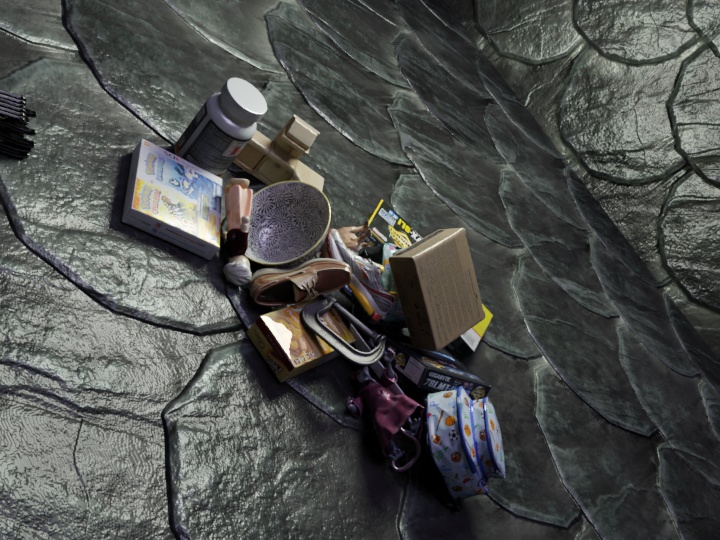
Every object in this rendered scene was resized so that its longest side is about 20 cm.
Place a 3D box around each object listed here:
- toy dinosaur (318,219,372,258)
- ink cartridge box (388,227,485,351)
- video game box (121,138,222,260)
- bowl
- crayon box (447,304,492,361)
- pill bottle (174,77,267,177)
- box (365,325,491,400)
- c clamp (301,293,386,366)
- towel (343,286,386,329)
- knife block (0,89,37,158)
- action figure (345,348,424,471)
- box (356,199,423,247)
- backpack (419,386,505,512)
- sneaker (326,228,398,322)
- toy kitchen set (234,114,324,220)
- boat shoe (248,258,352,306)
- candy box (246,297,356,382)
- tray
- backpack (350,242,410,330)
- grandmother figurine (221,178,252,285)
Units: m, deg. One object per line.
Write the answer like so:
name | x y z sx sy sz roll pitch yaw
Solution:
toy dinosaur | -0.041 -0.057 1.715 0.200 0.134 0.087 -99 -179 -71
ink cartridge box | 0.156 0.036 1.549 0.164 0.075 0.202 -28 109 -39
video game box | -0.349 -0.136 1.456 0.181 0.047 0.201 24 39 -30
bowl | -0.145 -0.071 1.546 0.095 0.198 0.202 70 3 -54
crayon box | 0.245 0.120 1.881 0.127 0.051 0.200 48 33 0
pill bottle | -0.279 -0.281 1.549 0.116 0.200 0.117 30 36 -25
box | 0.139 0.194 1.594 0.199 0.050 0.198 20 11 -37
c clamp | -0.025 0.101 1.467 0.200 0.027 0.170 41 31 22
towel | 0.042 0.034 1.758 0.145 0.024 0.200 43 32 -7
knife block | -0.630 -0.239 1.233 0.198 0.176 0.064 -14 53 -4
action figure | 0.049 0.250 1.457 0.200 0.133 0.150 47 -10 46
box | 0.093 -0.063 1.902 0.200 0.049 0.160 43 31 -8
backpack | 0.191 0.320 1.469 0.191 0.153 0.201 52 22 -41
sneaker | 0.000 0.000 1.533 0.201 0.082 0.078 54 -1 -5
toy kitchen set | -0.162 -0.208 1.644 0.199 0.163 0.181 33 35 -21
boat shoe | -0.111 0.031 1.450 0.072 0.197 0.076 -104 -178 -59
candy box | -0.108 0.124 1.451 0.116 0.055 0.199 53 33 13
tray | 0.035 0.195 1.544 0.201 0.022 0.107 53 -4 8
backpack | 0.093 0.038 1.648 0.199 0.152 0.178 17 71 -50
grandmother figurine | -0.232 -0.071 1.464 0.060 0.121 0.203 1 74 -18
